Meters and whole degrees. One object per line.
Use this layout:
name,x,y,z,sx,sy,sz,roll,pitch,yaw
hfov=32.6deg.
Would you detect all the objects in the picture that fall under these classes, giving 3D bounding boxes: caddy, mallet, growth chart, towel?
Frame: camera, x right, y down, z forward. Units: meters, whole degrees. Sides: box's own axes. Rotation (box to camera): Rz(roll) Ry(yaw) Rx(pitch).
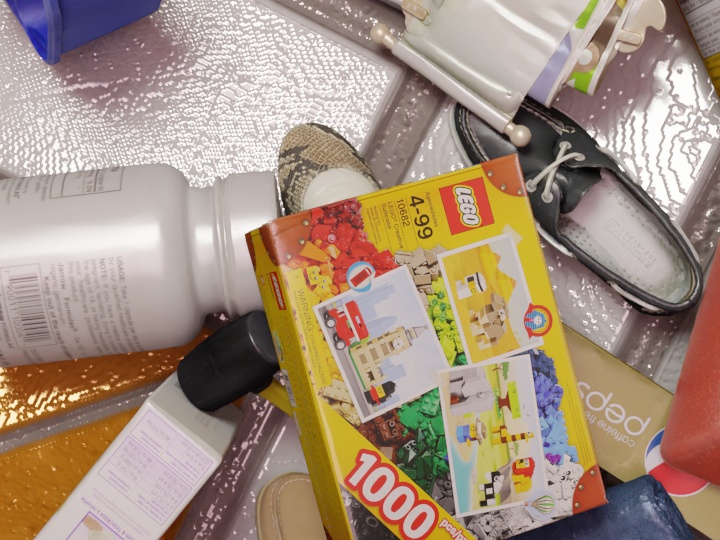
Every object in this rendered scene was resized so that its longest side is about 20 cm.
caddy,-0.186,-0.201,0.711,0.105,0.200,0.142,-24,91,-15
mallet,-0.017,0.093,0.763,0.200,0.041,0.066,34,122,-24
growth chart,0.113,-0.174,0.736,0.145,0.018,0.200,43,111,12
towel,0.123,0.208,0.772,0.200,0.049,0.112,-30,92,26

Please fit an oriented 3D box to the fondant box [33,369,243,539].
fondant box,-0.159,0.159,0.749,0.058,0.144,0.200,38,92,-2

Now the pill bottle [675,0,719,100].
pill bottle,0.253,-0.169,0.749,0.111,0.111,0.201,-25,93,1

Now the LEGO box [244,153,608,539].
LEGO box,0.035,0.053,0.693,0.148,0.077,0.201,-16,92,-14

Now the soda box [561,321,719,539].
soda box,0.170,0.097,0.784,0.200,0.068,0.064,32,93,-1

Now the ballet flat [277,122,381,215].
ballet flat,0.000,0.000,0.775,0.068,0.075,0.201,-15,92,-12

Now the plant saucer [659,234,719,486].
plant saucer,0.305,0.059,0.760,0.199,0.037,0.200,23,72,-5

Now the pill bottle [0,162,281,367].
pill bottle,-0.146,-0.006,0.755,0.199,0.114,0.115,-7,93,-2

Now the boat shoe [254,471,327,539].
boat shoe,-0.002,0.206,0.759,0.071,0.065,0.200,-21,66,-24

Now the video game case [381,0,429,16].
video game case,-0.003,-0.283,0.787,0.199,0.024,0.183,25,92,-1

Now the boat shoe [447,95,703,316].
boat shoe,0.139,-0.049,0.780,0.200,0.060,0.076,38,93,-2
